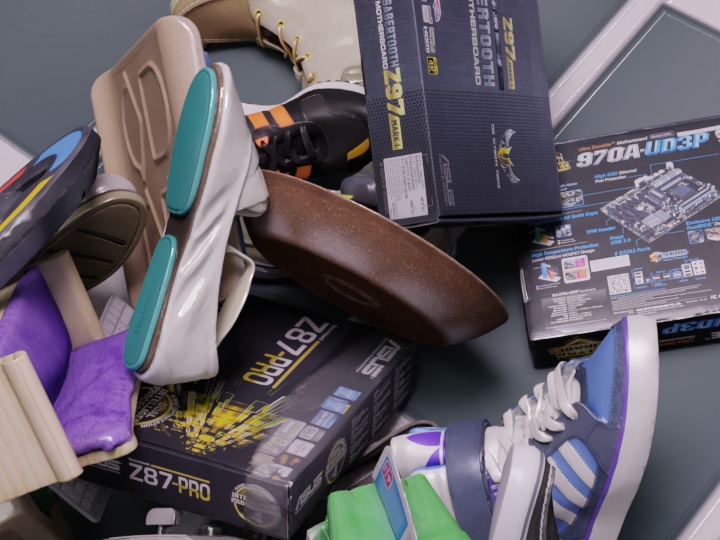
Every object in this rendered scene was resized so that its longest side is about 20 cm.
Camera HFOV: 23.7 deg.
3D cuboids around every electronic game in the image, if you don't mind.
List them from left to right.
[{"bbox_3d":[-0.243,-0.020,1.106,0.200,0.042,0.200,-40,17,14],"label":"electronic game"}]

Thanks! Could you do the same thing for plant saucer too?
[{"bbox_3d":[0.000,0.000,1.118,0.200,0.200,0.037,24,79,24],"label":"plant saucer"}]

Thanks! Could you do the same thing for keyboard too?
[{"bbox_3d":[-0.174,0.089,1.163,0.011,0.056,0.200,-32,23,26],"label":"keyboard"}]

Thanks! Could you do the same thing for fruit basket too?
[{"bbox_3d":[0.024,0.231,1.003,0.094,0.185,0.200,-5,57,-9],"label":"fruit basket"}]

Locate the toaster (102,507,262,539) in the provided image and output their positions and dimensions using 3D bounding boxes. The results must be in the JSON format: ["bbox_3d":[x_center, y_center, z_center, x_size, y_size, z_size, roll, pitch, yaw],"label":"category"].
[{"bbox_3d":[-0.111,0.247,1.034,0.114,0.129,0.200,-5,72,24],"label":"toaster"}]

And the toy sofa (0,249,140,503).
[{"bbox_3d":[-0.190,0.056,1.053,0.098,0.083,0.200,-21,18,5],"label":"toy sofa"}]

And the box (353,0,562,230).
[{"bbox_3d":[0.065,-0.128,1.126,0.051,0.158,0.200,-7,88,36],"label":"box"}]

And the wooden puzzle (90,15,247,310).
[{"bbox_3d":[-0.125,-0.065,1.174,0.046,0.200,0.185,-11,89,-24],"label":"wooden puzzle"}]

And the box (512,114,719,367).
[{"bbox_3d":[0.207,-0.024,1.193,0.200,0.046,0.159,-10,58,7],"label":"box"}]

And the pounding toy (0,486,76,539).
[{"bbox_3d":[-0.276,0.146,1.136,0.200,0.184,0.142,-29,70,-6],"label":"pounding toy"}]

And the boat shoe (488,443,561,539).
[{"bbox_3d":[0.101,0.185,1.017,0.057,0.200,0.069,8,36,6],"label":"boat shoe"}]

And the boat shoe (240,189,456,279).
[{"bbox_3d":[-0.029,-0.035,1.243,0.200,0.062,0.072,4,61,15],"label":"boat shoe"}]

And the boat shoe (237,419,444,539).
[{"bbox_3d":[-0.023,0.161,1.128,0.200,0.057,0.067,-33,58,-8],"label":"boat shoe"}]

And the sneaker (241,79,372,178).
[{"bbox_3d":[-0.070,-0.084,1.247,0.200,0.070,0.090,-1,34,32],"label":"sneaker"}]

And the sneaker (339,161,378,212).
[{"bbox_3d":[0.042,-0.087,1.189,0.074,0.081,0.200,11,23,21],"label":"sneaker"}]

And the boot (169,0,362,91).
[{"bbox_3d":[-0.049,-0.167,1.322,0.200,0.072,0.155,-7,60,5],"label":"boot"}]

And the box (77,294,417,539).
[{"bbox_3d":[-0.074,0.089,1.132,0.161,0.049,0.200,16,31,21],"label":"box"}]

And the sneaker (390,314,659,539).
[{"bbox_3d":[0.094,0.106,1.049,0.146,0.200,0.081,10,33,-1],"label":"sneaker"}]

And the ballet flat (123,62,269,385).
[{"bbox_3d":[-0.092,-0.025,1.053,0.069,0.069,0.200,15,93,20],"label":"ballet flat"}]

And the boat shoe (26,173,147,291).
[{"bbox_3d":[-0.225,-0.013,1.217,0.200,0.075,0.068,-42,51,33],"label":"boat shoe"}]
